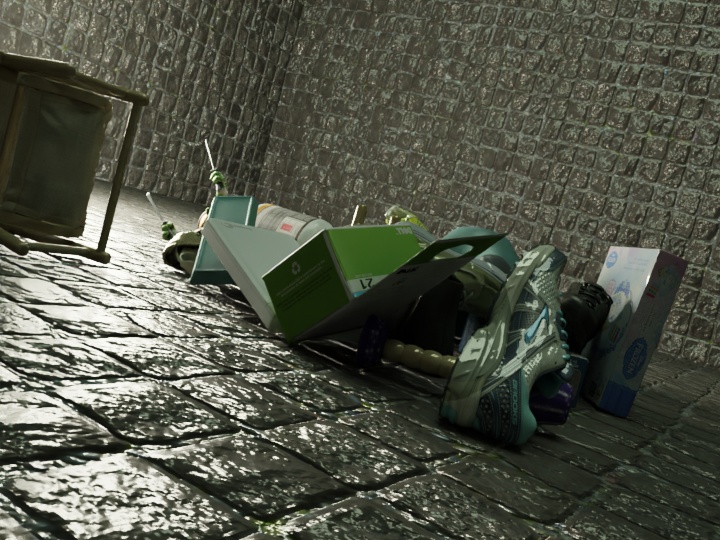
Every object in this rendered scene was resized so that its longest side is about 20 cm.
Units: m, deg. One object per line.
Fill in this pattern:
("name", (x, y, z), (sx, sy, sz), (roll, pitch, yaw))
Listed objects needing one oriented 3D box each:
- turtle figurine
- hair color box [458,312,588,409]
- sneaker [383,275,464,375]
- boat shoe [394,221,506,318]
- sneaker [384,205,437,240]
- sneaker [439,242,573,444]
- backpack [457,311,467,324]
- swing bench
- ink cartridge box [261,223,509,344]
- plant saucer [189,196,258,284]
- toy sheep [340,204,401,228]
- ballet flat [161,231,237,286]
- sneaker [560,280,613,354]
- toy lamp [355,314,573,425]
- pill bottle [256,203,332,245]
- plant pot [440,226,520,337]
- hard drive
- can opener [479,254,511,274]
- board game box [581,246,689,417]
("turtle figurine", (-0.294, -0.107, 1.249), (0.141, 0.204, 0.194), (-20, 18, -13))
("hair color box", (0.193, 0.105, 0.876), (0.098, 0.062, 0.200), (16, 3, -5))
("sneaker", (0.044, 0.039, 0.825), (0.074, 0.109, 0.198), (12, 6, -42))
("boat shoe", (0.111, 0.016, 0.862), (0.197, 0.072, 0.063), (28, 38, -13))
("sneaker", (0.074, -0.028, 0.989), (0.077, 0.075, 0.200), (49, 2, -26))
("sneaker", (0.143, 0.063, 0.602), (0.085, 0.201, 0.078), (28, -33, 14))
("backpack", (0.182, 0.039, 1.256), (0.180, 0.138, 0.198), (18, 7, 38))
("swing bench", (-0.372, -0.134, 0.799), (0.196, 0.204, 0.129), (18, 4, 25))
("ink cartridge box", (0.024, -0.012, 0.689), (0.199, 0.077, 0.146), (-36, -17, 35))
("plant saucer", (-0.176, -0.046, 0.932), (0.068, 0.019, 0.202), (0, 35, -2))
("toy sheep", (0.000, 0.000, 0.956), (0.135, 0.141, 0.201), (16, -26, 3))
("ballet flat", (-0.171, -0.003, 0.937), (0.195, 0.069, 0.076), (12, 25, 8))
("sneaker", (0.266, 0.049, 0.869), (0.076, 0.091, 0.200), (45, 2, 18))
("toy lamp", (0.095, 0.093, 0.652), (0.196, 0.060, 0.058), (18, 4, 15))
("pill bottle", (-0.108, -0.039, 1.226), (0.197, 0.119, 0.115), (18, 4, 35))
("plant pot", (0.168, 0.015, 1.066), (0.195, 0.138, 0.201), (13, -15, 4))
("hard drive", (-0.091, 0.008, 0.818), (0.130, 0.027, 0.200), (11, 24, -41))
("can opener", (0.234, 0.032, 0.961), (0.197, 0.068, 0.053), (22, -28, -35))
("board game box", (0.341, 0.071, 0.936), (0.042, 0.203, 0.200), (19, 4, 2))
